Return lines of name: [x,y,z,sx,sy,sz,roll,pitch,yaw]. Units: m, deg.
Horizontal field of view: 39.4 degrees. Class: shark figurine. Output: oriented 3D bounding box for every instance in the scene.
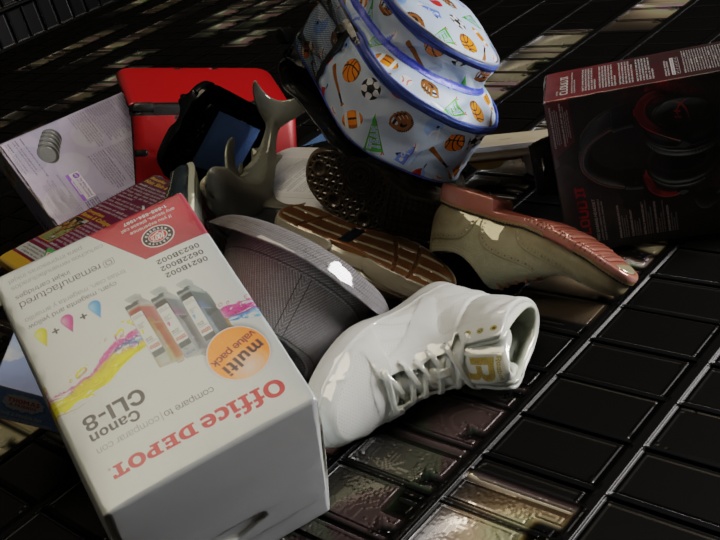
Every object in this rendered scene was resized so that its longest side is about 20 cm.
shark figurine: [-0.092,-0.094,1.023,0.088,0.130,0.216,10,37,11]

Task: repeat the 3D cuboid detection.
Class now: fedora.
fedora: [-0.066,0.032,0.844,0.091,0.175,0.200,-61,14,-12]

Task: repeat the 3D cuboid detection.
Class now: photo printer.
photo printer: [-0.046,-0.073,1.091,0.197,0.070,0.166,6,35,37]

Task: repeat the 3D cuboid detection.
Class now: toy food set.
toy food set: [0.155,-0.108,1.053,0.196,0.062,0.143,-3,12,25]

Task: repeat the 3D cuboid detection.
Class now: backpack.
backpack: [0.045,-0.178,0.944,0.197,0.155,0.193,7,48,-34]

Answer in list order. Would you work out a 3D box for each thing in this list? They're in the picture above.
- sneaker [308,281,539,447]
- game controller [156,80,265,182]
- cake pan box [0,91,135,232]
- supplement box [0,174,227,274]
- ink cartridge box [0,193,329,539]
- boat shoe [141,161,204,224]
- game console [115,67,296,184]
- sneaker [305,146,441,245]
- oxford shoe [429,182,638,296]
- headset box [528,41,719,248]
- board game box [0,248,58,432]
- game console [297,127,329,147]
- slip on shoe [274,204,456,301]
sneaker: [0.054,0.069,0.752,0.114,0.075,0.199,5,32,43]
game controller: [-0.148,-0.135,1.067,0.042,0.106,0.200,23,4,17]
cake pan box: [-0.297,-0.102,1.189,0.183,0.053,0.200,-33,73,-30]
supplement box: [-0.249,-0.004,1.042,0.198,0.105,0.130,-32,29,-26]
ink cartridge box: [-0.128,0.086,0.671,0.144,0.146,0.201,-26,55,-18]
boat shoe: [-0.174,-0.026,0.930,0.061,0.076,0.202,-9,48,-1]
game console: [-0.186,-0.165,1.221,0.196,0.176,0.118,-5,4,-22]
sneaker: [0.042,-0.069,0.989,0.197,0.071,0.076,24,21,9]
oxford shoe: [0.146,-0.012,0.877,0.198,0.075,0.070,27,12,36]
headset box: [0.250,-0.105,0.885,0.196,0.151,0.075,-7,27,17]
board game box: [-0.217,0.066,0.857,0.149,0.037,0.201,17,30,-15]
game console: [-0.002,-0.191,1.289,0.175,0.031,0.199,-31,14,-27]
slip on shoe: [0.000,0.000,0.939,0.197,0.062,0.076,22,28,25]
